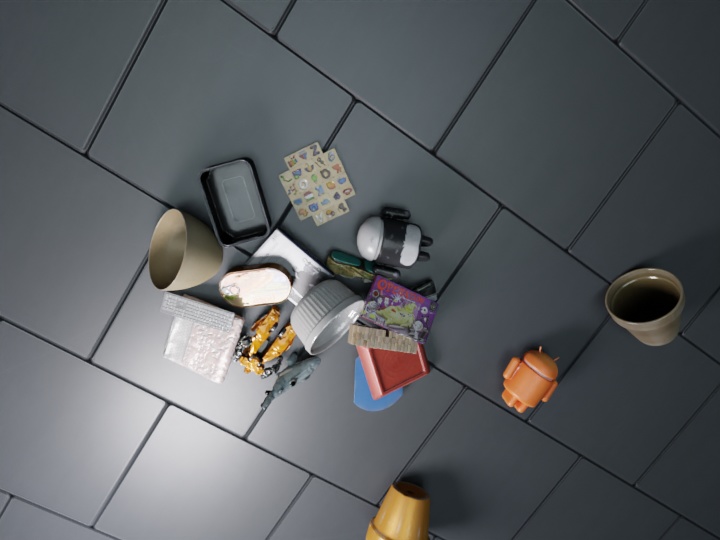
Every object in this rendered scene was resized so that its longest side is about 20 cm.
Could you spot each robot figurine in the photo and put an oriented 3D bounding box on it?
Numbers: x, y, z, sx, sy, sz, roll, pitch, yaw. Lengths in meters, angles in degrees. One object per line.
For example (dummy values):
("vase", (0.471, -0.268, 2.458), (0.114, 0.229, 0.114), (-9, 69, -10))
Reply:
("robot figurine", (-0.264, 0.207, 1.428), (0.145, 0.058, 0.201), (37, 98, -14))
("robot figurine", (0.089, -0.074, 1.356), (0.198, 0.151, 0.125), (11, 141, -10))
("robot figurine", (0.510, 0.324, 1.520), (0.143, 0.116, 0.201), (37, 102, 25))

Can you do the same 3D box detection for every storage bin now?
("storage bin", (-0.316, -0.175, 1.295), (0.134, 0.094, 0.202), (-15, 106, -2))

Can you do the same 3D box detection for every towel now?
("towel", (-0.433, 0.187, 1.394), (0.189, 0.032, 0.202), (22, 103, 2))

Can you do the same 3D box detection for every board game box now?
("board game box", (0.107, 0.107, 1.369), (0.198, 0.032, 0.121), (24, 74, -17))
("board game box", (0.050, 0.312, 1.501), (0.156, 0.039, 0.202), (-2, 102, -21))

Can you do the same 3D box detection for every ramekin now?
("ramekin", (-0.093, 0.116, 1.352), (0.105, 0.200, 0.200), (45, 98, 17))

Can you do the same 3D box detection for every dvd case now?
("dvd case", (-0.190, -0.005, 1.370), (0.200, 0.025, 0.150), (41, 116, -14))

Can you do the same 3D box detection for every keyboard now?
("keyboard", (-0.437, 0.112, 1.360), (0.198, 0.011, 0.057), (17, 100, 2))

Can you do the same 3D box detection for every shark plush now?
("shark plush", (-0.202, 0.301, 1.413), (0.199, 0.083, 0.092), (-26, 103, -34))

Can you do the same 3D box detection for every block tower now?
("block tower", (0.068, 0.188, 1.395), (0.198, 0.054, 0.059), (9, 89, -18))

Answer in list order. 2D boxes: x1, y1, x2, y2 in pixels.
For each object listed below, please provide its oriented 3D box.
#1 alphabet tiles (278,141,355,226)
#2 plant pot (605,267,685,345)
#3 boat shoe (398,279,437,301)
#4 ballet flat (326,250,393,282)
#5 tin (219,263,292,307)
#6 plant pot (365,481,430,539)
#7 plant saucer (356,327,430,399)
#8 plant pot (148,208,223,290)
("alphabet tiles", (-0.115, -0.227, 1.347), (0.165, 0.006, 0.201), (-26, 107, 1))
("plant pot", (0.842, 0.122, 1.475), (0.200, 0.200, 0.174), (-39, 122, 6))
("boat shoe", (0.119, 0.074, 1.426), (0.197, 0.074, 0.069), (-15, 101, -4))
("ballet flat", (0.000, 0.000, 1.401), (0.198, 0.071, 0.071), (15, 104, -11))
("tin", (-0.280, 0.041, 1.368), (0.198, 0.042, 0.113), (-6, 113, 7))
("plant pot", (0.134, 0.772, 1.576), (0.198, 0.200, 0.185), (16, 89, -11))
("plant saucer", (0.104, 0.256, 1.468), (0.198, 0.037, 0.202), (-22, 107, -16))
("plant pot", (-0.428, -0.043, 1.286), (0.134, 0.200, 0.202), (11, 108, -45))
